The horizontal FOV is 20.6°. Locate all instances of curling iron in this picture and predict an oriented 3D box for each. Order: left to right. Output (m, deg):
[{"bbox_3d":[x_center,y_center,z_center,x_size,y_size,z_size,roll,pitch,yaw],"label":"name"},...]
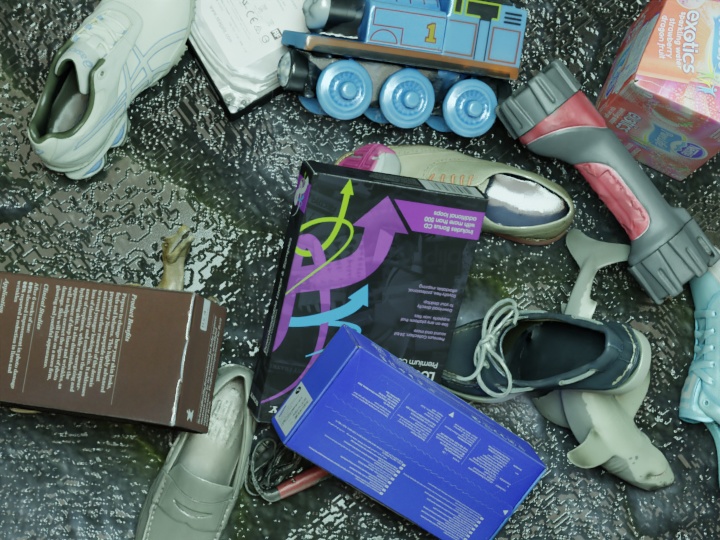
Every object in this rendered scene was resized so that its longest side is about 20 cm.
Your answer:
[{"bbox_3d":[0.001,0.131,1.558,0.198,0.026,0.050,-19,87,-7],"label":"curling iron"}]

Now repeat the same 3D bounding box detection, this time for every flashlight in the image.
[{"bbox_3d":[0.187,-0.066,1.527,0.201,0.068,0.068,54,47,-2],"label":"flashlight"}]

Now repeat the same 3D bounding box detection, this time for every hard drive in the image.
[{"bbox_3d":[-0.054,-0.230,1.599,0.199,0.038,0.140,-29,86,-8],"label":"hard drive"}]

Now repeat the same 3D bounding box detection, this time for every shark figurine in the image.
[{"bbox_3d":[0.170,0.078,1.558,0.127,0.089,0.217,-13,91,-40],"label":"shark figurine"}]

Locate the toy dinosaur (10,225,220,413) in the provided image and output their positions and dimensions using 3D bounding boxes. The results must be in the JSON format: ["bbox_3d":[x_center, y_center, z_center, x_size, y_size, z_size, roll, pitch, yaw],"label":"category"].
[{"bbox_3d":[-0.174,0.062,1.550,0.101,0.058,0.200,41,94,19],"label":"toy dinosaur"}]

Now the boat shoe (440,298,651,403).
[{"bbox_3d":[0.123,0.064,1.506,0.199,0.062,0.076,4,75,41],"label":"boat shoe"}]

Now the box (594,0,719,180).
[{"bbox_3d":[0.248,-0.148,1.528,0.094,0.200,0.103,25,81,0],"label":"box"}]

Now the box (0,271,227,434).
[{"bbox_3d":[-0.209,0.060,1.494,0.198,0.075,0.101,7,82,21],"label":"box"}]

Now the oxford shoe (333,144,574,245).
[{"bbox_3d":[0.075,-0.066,1.567,0.198,0.074,0.072,6,84,-3],"label":"oxford shoe"}]

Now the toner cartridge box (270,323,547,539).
[{"bbox_3d":[0.038,0.132,1.499,0.199,0.043,0.095,34,100,-27],"label":"toner cartridge box"}]

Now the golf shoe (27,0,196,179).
[{"bbox_3d":[-0.193,-0.167,1.531,0.078,0.097,0.201,25,90,13],"label":"golf shoe"}]

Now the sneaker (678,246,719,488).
[{"bbox_3d":[0.286,0.082,1.564,0.081,0.074,0.202,-18,83,-10],"label":"sneaker"}]

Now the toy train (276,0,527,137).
[{"bbox_3d":[0.033,-0.171,1.554,0.198,0.087,0.115,7,95,-19],"label":"toy train"}]

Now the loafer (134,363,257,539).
[{"bbox_3d":[-0.128,0.167,1.521,0.069,0.070,0.202,18,81,-2],"label":"loafer"}]

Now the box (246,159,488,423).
[{"bbox_3d":[0.005,0.026,1.489,0.142,0.036,0.202,7,109,-20],"label":"box"}]

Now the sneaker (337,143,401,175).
[{"bbox_3d":[0.000,0.000,1.544,0.088,0.081,0.202,12,105,-22],"label":"sneaker"}]
